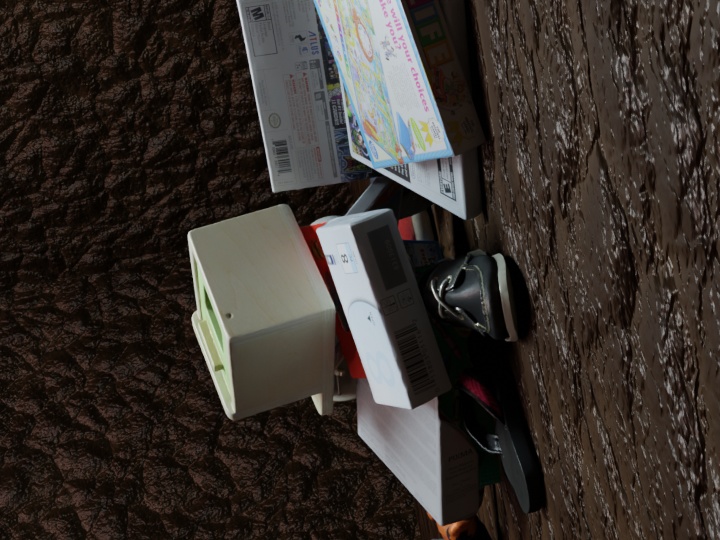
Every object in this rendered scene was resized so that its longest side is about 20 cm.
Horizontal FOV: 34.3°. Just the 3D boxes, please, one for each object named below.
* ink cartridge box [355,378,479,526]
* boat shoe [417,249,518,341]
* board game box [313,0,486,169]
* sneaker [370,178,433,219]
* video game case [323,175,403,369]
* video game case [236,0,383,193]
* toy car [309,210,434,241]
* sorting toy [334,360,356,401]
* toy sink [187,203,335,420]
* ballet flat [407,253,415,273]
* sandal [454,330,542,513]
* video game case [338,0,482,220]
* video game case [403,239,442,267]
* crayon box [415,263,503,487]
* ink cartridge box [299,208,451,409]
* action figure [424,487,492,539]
[{"bbox_3d":[0.050,0.117,1.103,0.162,0.057,0.202,42,140,48],"label":"ink cartridge box"},{"bbox_3d":[0.086,0.024,0.945,0.200,0.067,0.073,-139,39,-84],"label":"boat shoe"},{"bbox_3d":[0.021,-0.186,0.942,0.134,0.034,0.202,2,114,63],"label":"board game box"},{"bbox_3d":[0.032,-0.142,1.300,0.203,0.076,0.147,114,136,-69],"label":"sneaker"},{"bbox_3d":[0.000,0.000,1.202,0.143,0.017,0.201,-52,-22,-40],"label":"video game case"},{"bbox_3d":[-0.013,-0.180,1.106,0.036,0.179,0.202,-97,-2,-59],"label":"video game case"},{"bbox_3d":[-0.008,-0.025,1.483,0.177,0.198,0.187,-113,13,-82],"label":"toy car"},{"bbox_3d":[0.029,0.093,1.415,0.200,0.178,0.108,88,-166,-68],"label":"sorting toy"},{"bbox_3d":[-0.099,0.058,1.143,0.201,0.111,0.131,93,156,-55],"label":"toy sink"},{"bbox_3d":[0.023,0.015,1.156,0.201,0.071,0.073,92,169,-59],"label":"ballet flat"},{"bbox_3d":[0.111,0.123,1.006,0.201,0.045,0.076,-102,2,-51],"label":"sandal"},{"bbox_3d":[0.035,-0.163,1.003,0.181,0.023,0.202,34,141,48],"label":"video game case"},{"bbox_3d":[0.013,0.030,1.326,0.018,0.198,0.145,129,136,-54],"label":"video game case"},{"bbox_3d":[0.095,0.104,1.182,0.119,0.058,0.202,-108,9,-74],"label":"crayon box"},{"bbox_3d":[-0.007,0.034,1.036,0.200,0.047,0.162,-5,106,64],"label":"ink cartridge box"},{"bbox_3d":[0.128,0.302,1.269,0.199,0.104,0.195,29,142,52],"label":"action figure"}]
